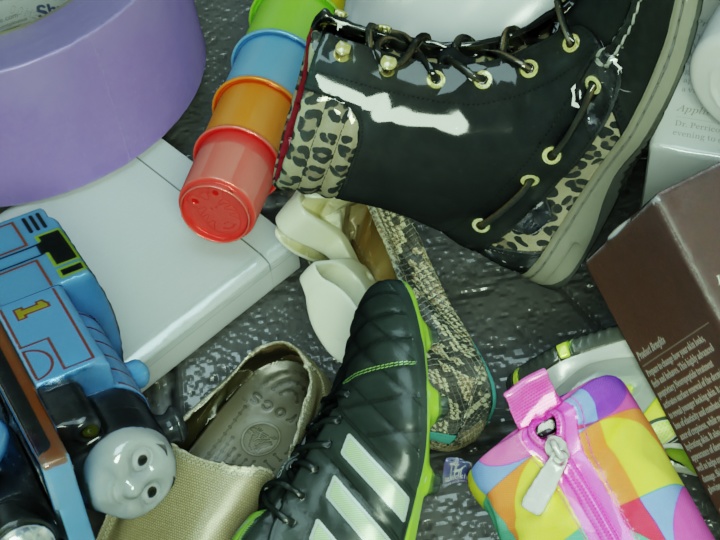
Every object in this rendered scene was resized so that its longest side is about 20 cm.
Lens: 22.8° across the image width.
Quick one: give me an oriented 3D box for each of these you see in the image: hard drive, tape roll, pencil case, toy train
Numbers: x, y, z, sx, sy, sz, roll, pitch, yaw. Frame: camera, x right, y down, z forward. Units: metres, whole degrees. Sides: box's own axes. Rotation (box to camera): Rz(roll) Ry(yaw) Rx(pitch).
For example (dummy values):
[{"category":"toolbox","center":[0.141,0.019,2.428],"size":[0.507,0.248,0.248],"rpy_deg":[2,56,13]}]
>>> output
[{"category":"hard drive","center":[-0.146,0.015,0.894],"size":[0.200,0.027,0.132],"rpy_deg":[-39,57,-24]},{"category":"tape roll","center":[-0.188,-0.131,0.965],"size":[0.198,0.085,0.201],"rpy_deg":[-6,42,6]},{"category":"pencil case","center":[0.114,0.138,0.699],"size":[0.088,0.089,0.201],"rpy_deg":[-25,69,-15]},{"category":"toy train","center":[-0.148,0.055,0.769],"size":[0.113,0.087,0.200],"rpy_deg":[-24,36,-15]}]

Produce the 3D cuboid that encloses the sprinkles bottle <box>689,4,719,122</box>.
[{"category":"sprinkles bottle","center":[0.212,-0.148,0.788],"size":[0.068,0.068,0.201],"rpy_deg":[20,62,21]}]

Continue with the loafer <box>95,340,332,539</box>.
[{"category":"loafer","center":[-0.074,0.107,0.782],"size":[0.075,0.068,0.201],"rpy_deg":[17,54,19]}]

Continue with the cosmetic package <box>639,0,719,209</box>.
[{"category":"cosmetic package","center":[0.197,-0.109,0.847],"size":[0.101,0.074,0.201],"rpy_deg":[12,59,10]}]

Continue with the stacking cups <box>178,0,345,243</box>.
[{"category":"stacking cups","center":[-0.045,-0.091,0.939],"size":[0.060,0.061,0.201],"rpy_deg":[6,46,11]}]

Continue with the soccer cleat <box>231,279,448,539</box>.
[{"category":"soccer cleat","center":[-0.012,0.098,0.744],"size":[0.080,0.068,0.202],"rpy_deg":[10,75,-12]}]

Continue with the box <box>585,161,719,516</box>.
[{"category":"box","center":[0.178,0.057,0.727],"size":[0.074,0.100,0.201],"rpy_deg":[-26,82,-15]}]

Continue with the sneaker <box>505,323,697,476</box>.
[{"category":"sneaker","center":[0.166,0.052,0.816],"size":[0.198,0.075,0.077],"rpy_deg":[-17,79,-11]}]

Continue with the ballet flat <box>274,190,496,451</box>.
[{"category":"ballet flat","center":[0.000,0.000,0.857],"size":[0.075,0.068,0.201],"rpy_deg":[9,42,-36]}]

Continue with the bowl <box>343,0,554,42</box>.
[{"category":"bowl","center":[0.060,-0.157,0.916],"size":[0.200,0.090,0.202],"rpy_deg":[-30,36,24]}]

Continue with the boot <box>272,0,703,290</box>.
[{"category":"boot","center":[0.055,-0.093,0.789],"size":[0.152,0.205,0.074],"rpy_deg":[16,34,-8]}]
